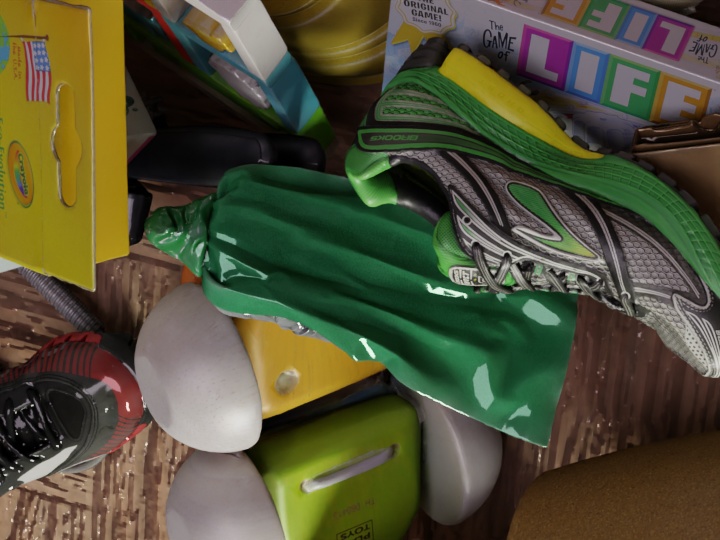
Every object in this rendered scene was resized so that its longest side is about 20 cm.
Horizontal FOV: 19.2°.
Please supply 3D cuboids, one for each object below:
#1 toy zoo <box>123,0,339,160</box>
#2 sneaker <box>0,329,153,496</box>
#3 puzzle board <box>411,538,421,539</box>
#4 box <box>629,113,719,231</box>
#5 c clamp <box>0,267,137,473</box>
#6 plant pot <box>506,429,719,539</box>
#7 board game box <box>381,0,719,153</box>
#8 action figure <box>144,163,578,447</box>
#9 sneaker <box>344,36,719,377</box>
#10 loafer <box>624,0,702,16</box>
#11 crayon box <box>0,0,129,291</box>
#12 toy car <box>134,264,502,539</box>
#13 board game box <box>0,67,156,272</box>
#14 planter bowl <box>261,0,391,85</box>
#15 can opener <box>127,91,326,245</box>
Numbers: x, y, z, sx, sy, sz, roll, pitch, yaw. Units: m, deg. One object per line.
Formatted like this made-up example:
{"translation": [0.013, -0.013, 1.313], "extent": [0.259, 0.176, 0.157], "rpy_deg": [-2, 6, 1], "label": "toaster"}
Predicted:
{"translation": [-0.085, -0.123, 0.985], "extent": [0.131, 0.200, 0.020], "rpy_deg": [35, 81, 22], "label": "toy zoo"}
{"translation": [-0.193, 0.089, 1.151], "extent": [0.200, 0.098, 0.071], "rpy_deg": [-18, 103, 36], "label": "sneaker"}
{"translation": [0.040, 0.210, 1.095], "extent": [0.150, 0.017, 0.200], "rpy_deg": [-31, 133, 32], "label": "puzzle board"}
{"translation": [0.227, 0.002, 0.934], "extent": [0.163, 0.021, 0.200], "rpy_deg": [-7, 135, 28], "label": "box"}
{"translation": [-0.194, 0.016, 1.186], "extent": [0.200, 0.027, 0.171], "rpy_deg": [49, 123, -1], "label": "c clamp"}
{"translation": [0.174, 0.150, 0.987], "extent": [0.199, 0.186, 0.187], "rpy_deg": [3, 112, 31], "label": "plant pot"}
{"translation": [0.107, -0.066, 0.969], "extent": [0.199, 0.034, 0.135], "rpy_deg": [20, 142, 12], "label": "board game box"}
{"translation": [0.000, 0.000, 0.962], "extent": [0.199, 0.055, 0.119], "rpy_deg": [14, 78, -9], "label": "action figure"}
{"translation": [0.081, -0.012, 0.917], "extent": [0.200, 0.085, 0.078], "rpy_deg": [34, 159, 18], "label": "sneaker"}
{"translation": [0.131, -0.149, 0.942], "extent": [0.200, 0.068, 0.076], "rpy_deg": [-28, 97, 31], "label": "loafer"}
{"translation": [-0.165, -0.075, 0.958], "extent": [0.200, 0.051, 0.128], "rpy_deg": [20, 116, 42], "label": "crayon box"}
{"translation": [-0.034, 0.057, 1.068], "extent": [0.150, 0.174, 0.201], "rpy_deg": [28, 133, 55], "label": "toy car"}
{"translation": [-0.198, -0.115, 1.065], "extent": [0.147, 0.064, 0.201], "rpy_deg": [-39, 75, 46], "label": "board game box"}
{"translation": [-0.032, -0.173, 1.000], "extent": [0.199, 0.083, 0.201], "rpy_deg": [10, 115, 22], "label": "planter bowl"}
{"translation": [-0.083, -0.053, 1.051], "extent": [0.200, 0.063, 0.079], "rpy_deg": [-1, 95, 50], "label": "can opener"}
